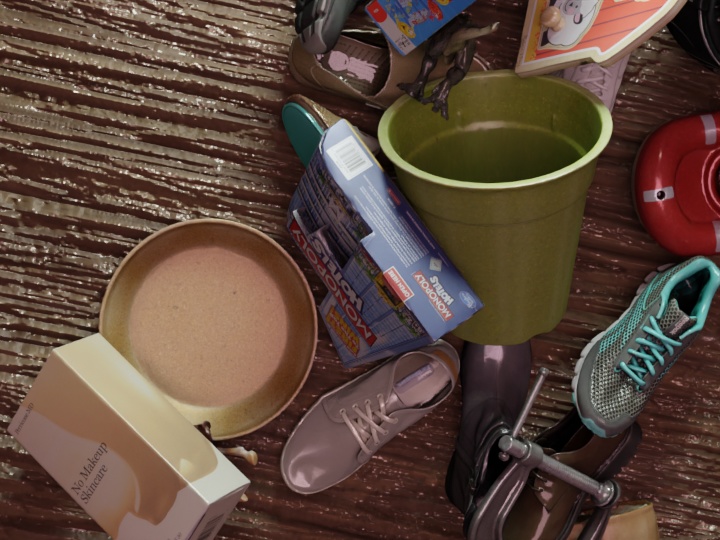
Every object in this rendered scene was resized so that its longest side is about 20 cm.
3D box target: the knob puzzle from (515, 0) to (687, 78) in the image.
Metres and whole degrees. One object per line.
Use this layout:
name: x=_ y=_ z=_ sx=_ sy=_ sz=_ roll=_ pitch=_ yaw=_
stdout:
knob puzzle: x=0.221 y=-0.265 z=1.431 sx=0.030 sy=0.219 sz=0.221 roll=34 pitch=91 yaw=-38

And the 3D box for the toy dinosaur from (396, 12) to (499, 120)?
toy dinosaur: x=0.075 y=-0.178 z=1.408 sx=0.047 sy=0.200 sz=0.089 roll=32 pitch=97 yaw=-7

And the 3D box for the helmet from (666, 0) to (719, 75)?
helmet: x=0.359 y=-0.256 z=1.467 sx=0.197 sy=0.191 sz=0.202 roll=1 pitch=116 yaw=2

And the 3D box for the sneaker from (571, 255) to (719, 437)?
sneaker: x=0.260 y=0.060 z=1.501 sx=0.077 sy=0.091 sz=0.201 roll=36 pitch=66 yaw=-2

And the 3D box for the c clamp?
c clamp: x=0.168 y=0.199 z=1.463 sx=0.200 sy=0.027 sz=0.172 roll=37 pitch=85 yaw=-44

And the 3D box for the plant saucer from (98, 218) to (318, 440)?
plant saucer: x=-0.138 y=0.053 z=1.525 sx=0.198 sy=0.035 sz=0.203 roll=0 pitch=95 yaw=-5

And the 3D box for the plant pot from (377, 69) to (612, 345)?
plant pot: x=0.119 y=-0.045 z=1.462 sx=0.198 sy=0.201 sz=0.192 roll=-7 pitch=125 yaw=-4

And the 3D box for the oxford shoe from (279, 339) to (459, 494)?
oxford shoe: x=0.008 y=0.133 z=1.534 sx=0.199 sy=0.058 sz=0.075 roll=-36 pitch=99 yaw=0

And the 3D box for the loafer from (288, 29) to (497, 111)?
loafer: x=0.033 y=-0.175 z=1.507 sx=0.197 sy=0.067 sz=0.077 roll=7 pitch=94 yaw=-5

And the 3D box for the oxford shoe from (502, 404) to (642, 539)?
oxford shoe: x=0.167 y=0.194 z=1.533 sx=0.201 sy=0.072 sz=0.084 roll=-53 pitch=127 yaw=-7

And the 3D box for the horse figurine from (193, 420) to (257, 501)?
horse figurine: x=-0.159 y=0.223 z=1.521 sx=0.131 sy=0.050 sz=0.202 roll=4 pitch=106 yaw=17

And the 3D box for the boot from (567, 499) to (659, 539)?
boot: x=0.209 y=0.332 z=1.565 sx=0.173 sy=0.066 sz=0.202 roll=-13 pitch=96 yaw=-16

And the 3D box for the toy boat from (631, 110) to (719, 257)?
toy boat: x=0.347 y=-0.081 z=1.509 sx=0.198 sy=0.131 sz=0.132 roll=-9 pitch=95 yaw=-4

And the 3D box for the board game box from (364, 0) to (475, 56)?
board game box: x=0.121 y=-0.289 z=1.409 sx=0.056 sy=0.196 sz=0.200 roll=48 pitch=63 yaw=-6

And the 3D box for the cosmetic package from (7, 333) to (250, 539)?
cosmetic package: x=-0.204 y=0.162 z=1.461 sx=0.200 sy=0.071 sz=0.106 roll=40 pitch=115 yaw=16

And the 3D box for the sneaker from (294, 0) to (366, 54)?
sneaker: x=0.002 y=-0.272 z=1.473 sx=0.079 sy=0.075 sz=0.202 roll=27 pitch=67 yaw=-22

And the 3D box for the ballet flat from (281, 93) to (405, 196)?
ballet flat: x=0.001 y=-0.080 z=1.522 sx=0.065 sy=0.070 sz=0.201 roll=-34 pitch=100 yaw=-28

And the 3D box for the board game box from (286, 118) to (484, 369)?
board game box: x=0.000 y=0.000 z=1.465 sx=0.061 sy=0.200 sz=0.201 roll=-32 pitch=80 yaw=-24

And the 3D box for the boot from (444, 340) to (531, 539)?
boot: x=0.125 y=0.138 z=1.506 sx=0.069 sy=0.132 sz=0.203 roll=5 pitch=94 yaw=-4

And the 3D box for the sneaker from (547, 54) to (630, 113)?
sneaker: x=0.208 y=-0.183 z=1.516 sx=0.074 sy=0.081 sz=0.202 roll=13 pitch=95 yaw=-7
